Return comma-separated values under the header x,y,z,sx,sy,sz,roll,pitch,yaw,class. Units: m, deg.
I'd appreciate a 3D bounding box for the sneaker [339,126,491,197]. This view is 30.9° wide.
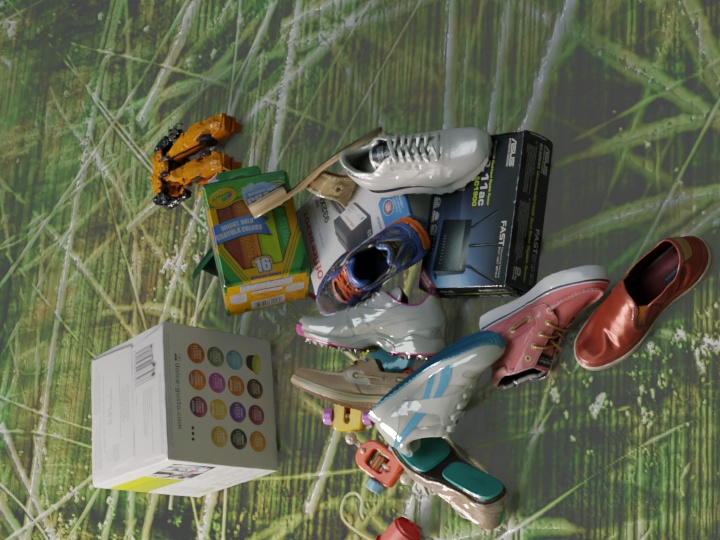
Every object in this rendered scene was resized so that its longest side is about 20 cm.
x,y,z,sx,sy,sz,roll,pitch,yaw,class
0.069,-0.141,1.632,0.199,0.080,0.077,-14,61,32,sneaker

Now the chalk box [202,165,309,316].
x,y,z,sx,sy,sz,roll,pitch,yaw,class
-0.152,-0.059,1.832,0.124,0.124,0.202,101,155,-69,chalk box

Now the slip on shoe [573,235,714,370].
x,y,z,sx,sy,sz,roll,pitch,yaw,class
0.302,0.034,1.439,0.200,0.061,0.074,-48,49,29,slip on shoe

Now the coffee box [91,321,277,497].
x,y,z,sx,sy,sz,roll,pitch,yaw,class
-0.259,0.209,1.907,0.199,0.197,0.201,-26,61,43,coffee box

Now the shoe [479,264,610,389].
x,y,z,sx,sy,sz,roll,pitch,yaw,class
0.219,0.069,1.517,0.200,0.071,0.092,-32,57,44,shoe

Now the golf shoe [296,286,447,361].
x,y,z,sx,sy,sz,roll,pitch,yaw,class
0.017,0.063,1.659,0.198,0.075,0.092,5,89,12,golf shoe

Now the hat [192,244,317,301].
x,y,z,sx,sy,sz,roll,pitch,yaw,class
-0.142,0.000,1.981,0.166,0.176,0.200,-49,9,27,hat

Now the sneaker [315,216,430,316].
x,y,z,sx,sy,sz,roll,pitch,yaw,class
0.000,0.000,1.671,0.076,0.078,0.200,53,129,8,sneaker

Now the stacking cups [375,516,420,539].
x,y,z,sx,sy,sz,roll,pitch,yaw,class
0.007,0.399,1.662,0.200,0.060,0.061,-50,46,21,stacking cups

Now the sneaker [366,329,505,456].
x,y,z,sx,sy,sz,roll,pitch,yaw,class
0.102,0.143,1.551,0.200,0.076,0.081,-39,89,28,sneaker

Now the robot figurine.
x,y,z,sx,sy,sz,roll,pitch,yaw,class
-0.278,-0.179,2.159,0.199,0.058,0.146,-20,63,43,robot figurine

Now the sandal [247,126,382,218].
x,y,z,sx,sy,sz,roll,pitch,yaw,class
-0.045,-0.110,1.745,0.211,0.078,0.070,-30,97,10,sandal

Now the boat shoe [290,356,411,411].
x,y,z,sx,sy,sz,roll,pitch,yaw,class
0.011,0.144,1.653,0.198,0.071,0.065,11,79,11,boat shoe

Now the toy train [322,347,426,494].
x,y,z,sx,sy,sz,roll,pitch,yaw,class
0.039,0.181,1.699,0.149,0.056,0.201,27,88,22,toy train

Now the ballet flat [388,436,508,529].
x,y,z,sx,sy,sz,roll,pitch,yaw,class
0.103,0.256,1.590,0.200,0.068,0.068,34,142,48,ballet flat

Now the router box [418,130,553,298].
x,y,z,sx,sy,sz,roll,pitch,yaw,class
0.156,-0.066,1.632,0.149,0.062,0.202,-3,75,47,router box

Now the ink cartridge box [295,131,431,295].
x,y,z,sx,sy,sz,roll,pitch,yaw,class
0.012,-0.068,1.777,0.200,0.083,0.146,-40,52,33,ink cartridge box
